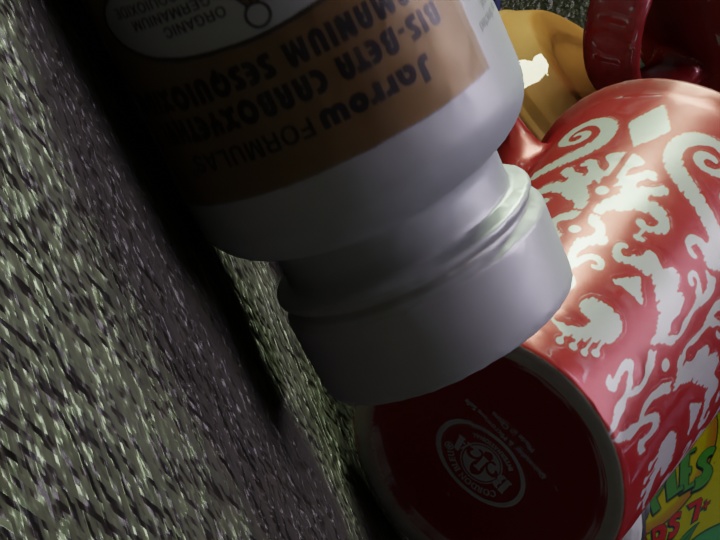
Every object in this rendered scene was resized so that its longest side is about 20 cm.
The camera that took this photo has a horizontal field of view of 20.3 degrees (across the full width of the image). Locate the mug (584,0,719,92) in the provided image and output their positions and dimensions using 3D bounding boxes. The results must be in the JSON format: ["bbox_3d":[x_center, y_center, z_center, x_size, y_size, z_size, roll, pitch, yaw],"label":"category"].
[{"bbox_3d":[0.162,-0.167,1.021,0.134,0.177,0.200,51,-3,26],"label":"mug"}]

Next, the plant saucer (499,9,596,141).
[{"bbox_3d":[0.134,-0.068,1.057,0.200,0.037,0.201,37,22,-18],"label":"plant saucer"}]

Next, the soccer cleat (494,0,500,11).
[{"bbox_3d":[0.003,-0.196,1.203,0.200,0.065,0.084,42,-27,22],"label":"soccer cleat"}]

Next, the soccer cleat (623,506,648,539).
[{"bbox_3d":[0.056,0.053,0.910,0.068,0.073,0.201,108,-35,-46],"label":"soccer cleat"}]

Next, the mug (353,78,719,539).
[{"bbox_3d":[0.070,0.019,0.792,0.200,0.176,0.134,-45,145,-50],"label":"mug"}]

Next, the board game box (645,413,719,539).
[{"bbox_3d":[0.138,0.117,1.034,0.048,0.101,0.201,36,-32,42],"label":"board game box"}]

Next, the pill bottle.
[{"bbox_3d":[-0.014,-0.066,0.615,0.114,0.114,0.201,-97,162,-71],"label":"pill bottle"}]
